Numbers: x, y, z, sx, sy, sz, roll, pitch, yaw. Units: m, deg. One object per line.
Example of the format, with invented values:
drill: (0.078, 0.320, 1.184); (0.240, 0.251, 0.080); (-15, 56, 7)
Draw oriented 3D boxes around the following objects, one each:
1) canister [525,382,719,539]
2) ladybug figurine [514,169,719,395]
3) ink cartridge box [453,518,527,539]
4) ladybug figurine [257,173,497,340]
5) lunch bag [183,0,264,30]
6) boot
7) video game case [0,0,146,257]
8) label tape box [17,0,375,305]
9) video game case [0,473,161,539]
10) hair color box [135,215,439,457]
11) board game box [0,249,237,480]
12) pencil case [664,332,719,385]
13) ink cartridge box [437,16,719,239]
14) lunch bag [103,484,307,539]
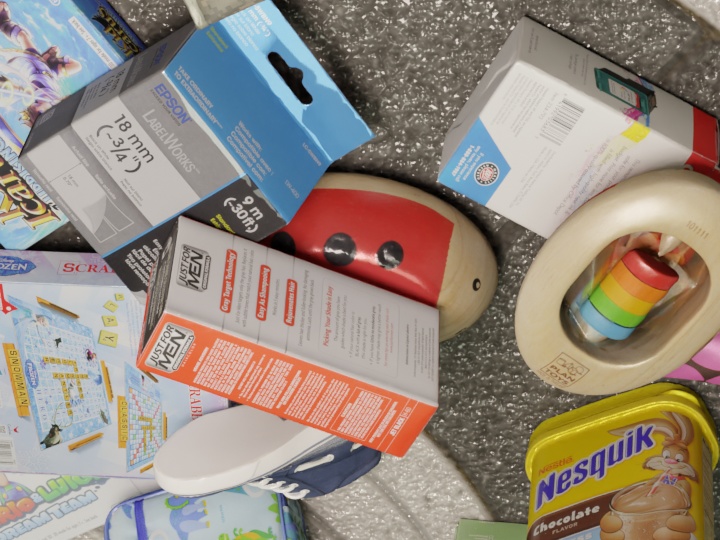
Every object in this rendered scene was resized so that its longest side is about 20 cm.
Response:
canister: (0.193, 0.187, 1.587); (0.148, 0.200, 0.087); (-20, 119, 20)
ladybug figurine: (0.184, 0.004, 1.463); (0.136, 0.072, 0.200); (33, 122, -15)
ink cartridge box: (0.146, 0.298, 1.761); (0.145, 0.048, 0.200); (4, 121, 5)
ladybug figurine: (0.000, 0.000, 1.558); (0.200, 0.072, 0.136); (12, 125, 0)
lunch bag: (-0.071, -0.283, 1.366); (0.164, 0.118, 0.200); (-20, 113, 20)
boot: (-0.063, 0.146, 1.623); (0.200, 0.073, 0.090); (-21, 130, -26)
video game case: (-0.244, -0.129, 1.534); (0.181, 0.045, 0.200); (-29, 115, 25)
label tape box: (-0.113, -0.085, 1.479); (0.200, 0.063, 0.144); (-29, 114, 24)
video game case: (-0.278, 0.147, 1.733); (0.200, 0.024, 0.182); (-25, 117, 22)
hair color box: (-0.047, 0.046, 1.468); (0.200, 0.102, 0.061); (21, 129, -14)
board game box: (-0.195, 0.075, 1.628); (0.199, 0.041, 0.200); (3, 129, 4)
pencil case: (0.288, 0.059, 1.562); (0.200, 0.091, 0.094); (15, 159, 0)
ink cartridge box: (0.169, -0.075, 1.496); (0.200, 0.067, 0.116); (27, 124, -10)
lunch bag: (-0.116, 0.264, 1.678); (0.161, 0.200, 0.082); (-13, 157, 8)
